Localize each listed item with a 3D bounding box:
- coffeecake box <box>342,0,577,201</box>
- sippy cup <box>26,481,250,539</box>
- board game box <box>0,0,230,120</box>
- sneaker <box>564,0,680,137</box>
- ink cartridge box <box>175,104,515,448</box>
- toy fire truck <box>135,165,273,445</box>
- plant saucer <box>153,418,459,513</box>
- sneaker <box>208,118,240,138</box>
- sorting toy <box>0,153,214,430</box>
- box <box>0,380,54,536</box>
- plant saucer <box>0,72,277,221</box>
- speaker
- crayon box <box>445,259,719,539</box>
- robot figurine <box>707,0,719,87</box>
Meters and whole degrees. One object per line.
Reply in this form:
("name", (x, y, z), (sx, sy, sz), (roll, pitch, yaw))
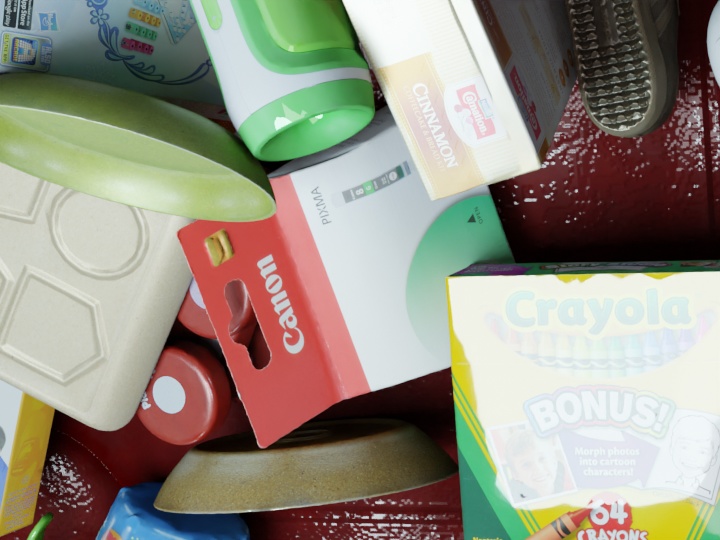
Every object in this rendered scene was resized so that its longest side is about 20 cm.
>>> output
("coffeecake box", (0.062, -0.154, 1.600), (0.073, 0.200, 0.154), (-17, 109, 20))
("sippy cup", (-0.137, 0.220, 1.872), (0.178, 0.140, 0.130), (10, 110, -26))
("board game box", (-0.119, -0.196, 1.609), (0.199, 0.043, 0.200), (8, 81, -20))
("sneaker", (0.157, -0.180, 1.647), (0.070, 0.076, 0.200), (0, 93, 21))
("ink cartridge box", (0.000, 0.000, 1.703), (0.050, 0.200, 0.161), (10, 126, 54))
("toy fire truck", (-0.123, 0.007, 1.782), (0.168, 0.112, 0.200), (30, 119, 19))
("plant saucer", (-0.037, 0.123, 1.767), (0.200, 0.200, 0.035), (-6, 93, 16))
("sneaker", (-0.080, -0.128, 1.692), (0.200, 0.073, 0.077), (-43, 135, 7))
("sorting toy", (-0.206, -0.014, 1.714), (0.200, 0.036, 0.185), (25, 117, 1))
("box", (-0.258, 0.067, 1.845), (0.119, 0.041, 0.200), (31, 124, 30))
("plant saucer", (-0.141, -0.074, 1.569), (0.200, 0.200, 0.031), (12, 78, 7))
("speaker", (-0.059, -0.167, 1.543), (0.088, 0.088, 0.200), (-26, 75, 23))
("crayon box", (0.159, 0.082, 1.675), (0.200, 0.058, 0.173), (-1, 100, 21))
("robot figurine", (0.294, -0.161, 1.587), (0.200, 0.125, 0.150), (-46, 75, 27))
